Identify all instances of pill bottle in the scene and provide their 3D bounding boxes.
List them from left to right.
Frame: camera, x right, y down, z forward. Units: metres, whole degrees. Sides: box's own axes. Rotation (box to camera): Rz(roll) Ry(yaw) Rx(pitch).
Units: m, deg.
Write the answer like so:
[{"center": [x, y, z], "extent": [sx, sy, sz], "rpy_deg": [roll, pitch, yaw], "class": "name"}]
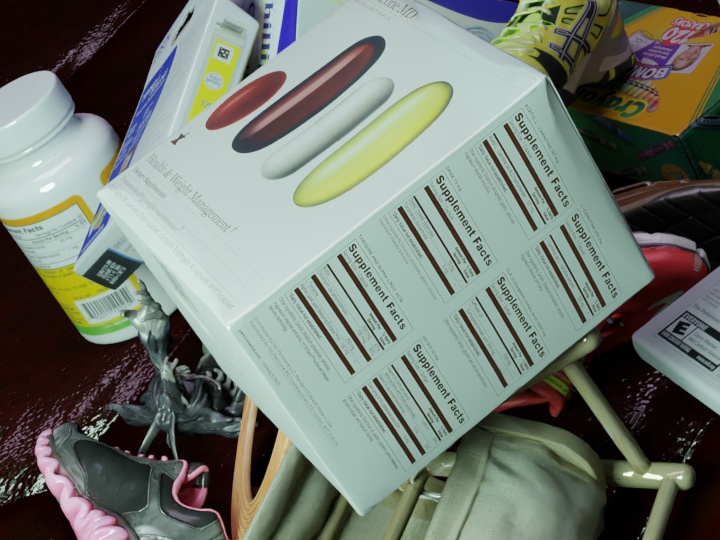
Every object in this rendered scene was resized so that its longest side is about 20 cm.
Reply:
[{"center": [-0.218, -0.051, 1.560], "extent": [0.111, 0.200, 0.111], "rpy_deg": [-23, 29, 14], "class": "pill bottle"}]

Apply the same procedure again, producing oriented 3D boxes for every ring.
[{"center": [-0.049, 0.080, 1.251], "extent": [0.019, 0.201, 0.200], "rpy_deg": [11, 29, -10], "class": "ring"}]

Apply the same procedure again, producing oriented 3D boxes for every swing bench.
[{"center": [0.044, 0.152, 1.068], "extent": [0.200, 0.130, 0.199], "rpy_deg": [-15, 33, 37], "class": "swing bench"}]

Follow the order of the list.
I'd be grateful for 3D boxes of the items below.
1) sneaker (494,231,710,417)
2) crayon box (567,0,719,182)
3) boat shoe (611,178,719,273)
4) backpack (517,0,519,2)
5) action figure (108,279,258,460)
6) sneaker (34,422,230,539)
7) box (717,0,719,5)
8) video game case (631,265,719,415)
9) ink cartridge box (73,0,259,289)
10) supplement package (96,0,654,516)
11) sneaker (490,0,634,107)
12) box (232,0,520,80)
[{"center": [0.126, 0.047, 1.226], "extent": [0.200, 0.077, 0.085], "rpy_deg": [-27, 39, 22], "class": "sneaker"}, {"center": [0.210, -0.123, 1.411], "extent": [0.119, 0.058, 0.200], "rpy_deg": [-40, 30, -16], "class": "crayon box"}, {"center": [0.186, -0.028, 1.270], "extent": [0.200, 0.076, 0.074], "rpy_deg": [-12, 28, 32], "class": "boat shoe"}, {"center": [0.162, -0.315, 1.673], "extent": [0.183, 0.147, 0.200], "rpy_deg": [-32, 31, 3], "class": "backpack"}, {"center": [-0.109, 0.047, 1.407], "extent": [0.119, 0.102, 0.200], "rpy_deg": [0, 38, 26], "class": "action figure"}, {"center": [-0.144, 0.149, 1.314], "extent": [0.095, 0.079, 0.200], "rpy_deg": [-33, 36, -11], "class": "sneaker"}, {"center": [0.328, -0.122, 1.198], "extent": [0.106, 0.152, 0.200], "rpy_deg": [-36, 29, -11], "class": "box"}, {"center": [0.277, 0.030, 1.112], "extent": [0.182, 0.022, 0.200], "rpy_deg": [-37, 37, -11], "class": "video game case"}, {"center": [-0.130, -0.105, 1.420], "extent": [0.198, 0.047, 0.200], "rpy_deg": [-39, 28, 62], "class": "ink cartridge box"}, {"center": [0.005, -0.019, 1.066], "extent": [0.200, 0.147, 0.191], "rpy_deg": [-38, 35, -9], "class": "supplement package"}, {"center": [0.113, -0.147, 1.342], "extent": [0.075, 0.076, 0.200], "rpy_deg": [-3, 19, 32], "class": "sneaker"}, {"center": [-0.003, -0.141, 1.451], "extent": [0.200, 0.184, 0.105], "rpy_deg": [172, 105, -66], "class": "box"}]
